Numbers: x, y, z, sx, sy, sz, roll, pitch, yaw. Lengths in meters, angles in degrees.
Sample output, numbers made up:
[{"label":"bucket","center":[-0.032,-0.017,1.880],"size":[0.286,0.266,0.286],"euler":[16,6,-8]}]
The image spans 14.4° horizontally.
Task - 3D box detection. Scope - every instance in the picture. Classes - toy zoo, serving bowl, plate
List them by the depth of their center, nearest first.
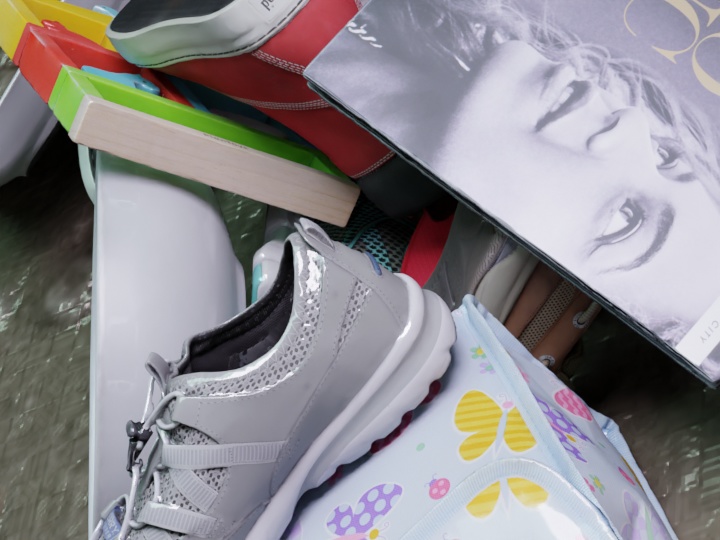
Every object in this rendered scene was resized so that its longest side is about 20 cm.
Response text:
[{"label":"serving bowl","center":[-0.084,0.040,1.237],"size":[0.065,0.201,0.201],"euler":[2,40,-6]},{"label":"toy zoo","center":[-0.091,-0.079,1.262],"size":[0.021,0.131,0.200],"euler":[-66,28,13]},{"label":"plate","center":[-0.149,-0.119,1.494],"size":[0.200,0.032,0.200],"euler":[-58,6,-1]}]

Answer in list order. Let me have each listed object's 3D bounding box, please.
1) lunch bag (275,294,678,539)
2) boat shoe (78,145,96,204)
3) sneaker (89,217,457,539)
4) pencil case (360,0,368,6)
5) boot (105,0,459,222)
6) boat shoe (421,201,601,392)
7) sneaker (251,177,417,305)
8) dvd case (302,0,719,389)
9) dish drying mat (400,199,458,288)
[{"label":"lunch bag","center":[0.036,0.133,1.033],"size":[0.169,0.127,0.200],"euler":[-41,36,12]},{"label":"boat shoe","center":[-0.085,-0.102,1.461],"size":[0.060,0.074,0.200],"euler":[-21,31,36]},{"label":"sneaker","center":[-0.060,0.064,1.045],"size":[0.200,0.082,0.075],"euler":[-48,24,0]},{"label":"pencil case","center":[0.028,-0.137,1.155],"size":[0.084,0.200,0.086],"euler":[-47,-3,-1]},{"label":"boot","center":[-0.025,-0.076,1.206],"size":[0.072,0.144,0.200],"euler":[-50,20,-9]},{"label":"boat shoe","center":[0.054,0.035,1.137],"size":[0.076,0.072,0.200],"euler":[-95,26,-48]},{"label":"sneaker","center":[0.000,0.000,1.273],"size":[0.091,0.078,0.200],"euler":[4,28,0]},{"label":"dvd case","center":[0.100,-0.068,1.068],"size":[0.200,0.016,0.149],"euler":[38,74,18]},{"label":"dish drying mat","center":[0.095,-0.051,1.160],"size":[0.200,0.018,0.077],"euler":[-31,21,31]}]
